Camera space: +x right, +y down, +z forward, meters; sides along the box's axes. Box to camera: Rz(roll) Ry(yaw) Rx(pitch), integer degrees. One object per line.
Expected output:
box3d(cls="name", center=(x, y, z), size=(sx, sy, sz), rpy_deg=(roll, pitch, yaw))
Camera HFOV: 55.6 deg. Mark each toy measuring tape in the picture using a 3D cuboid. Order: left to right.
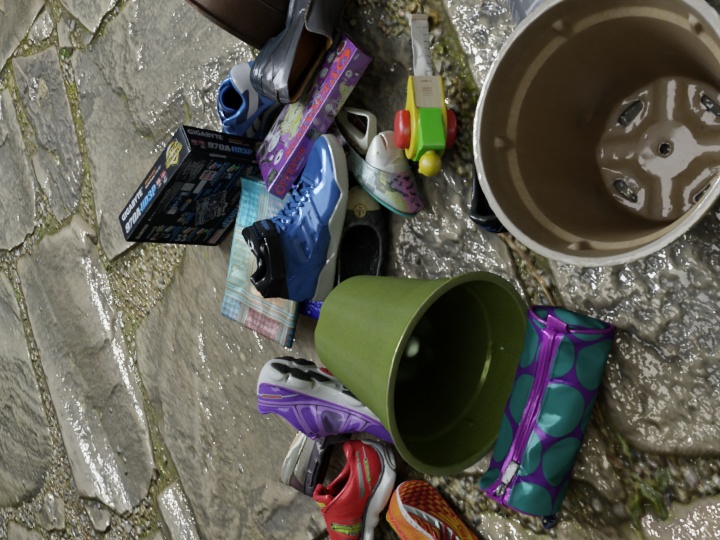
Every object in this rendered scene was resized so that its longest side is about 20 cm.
box3d(cls="toy measuring tape", center=(0.069, -0.192, 0.775), size=(0.073, 0.073, 0.204), rpy_deg=(-24, 60, 39))

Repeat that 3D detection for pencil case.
box3d(cls="pencil case", center=(0.179, 0.137, 0.662), size=(0.084, 0.092, 0.204), rpy_deg=(22, 105, 38))

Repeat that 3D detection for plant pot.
box3d(cls="plant pot", center=(-0.124, -0.408, 0.854), size=(0.201, 0.199, 0.199), rpy_deg=(48, 113, 29))
box3d(cls="plant pot", center=(0.048, 0.082, 0.731), size=(0.189, 0.197, 0.204), rpy_deg=(19, 104, 51))
box3d(cls="plant pot", center=(0.222, -0.108, 0.553), size=(0.198, 0.182, 0.205), rpy_deg=(3, 94, 41))

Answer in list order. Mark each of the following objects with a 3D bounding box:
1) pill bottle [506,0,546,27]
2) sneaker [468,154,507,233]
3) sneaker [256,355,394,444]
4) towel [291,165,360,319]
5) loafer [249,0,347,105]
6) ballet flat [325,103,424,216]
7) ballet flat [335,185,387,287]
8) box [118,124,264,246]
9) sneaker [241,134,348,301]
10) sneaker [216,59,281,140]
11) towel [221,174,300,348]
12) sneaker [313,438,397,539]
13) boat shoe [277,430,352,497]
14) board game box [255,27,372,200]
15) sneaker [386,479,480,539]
box3d(cls="pill bottle", center=(0.183, -0.277, 0.620), size=(0.116, 0.115, 0.203), rpy_deg=(-30, 64, 38))
box3d(cls="sneaker", center=(0.157, -0.136, 0.680), size=(0.069, 0.077, 0.204), rpy_deg=(17, 103, 39))
box3d(cls="sneaker", center=(-0.029, 0.167, 0.813), size=(0.197, 0.081, 0.085), rpy_deg=(18, 105, 4))
box3d(cls="towel", center=(-0.066, -0.038, 0.900), size=(0.146, 0.049, 0.204), rpy_deg=(12, 100, 41))
box3d(cls="loafer", center=(-0.054, -0.290, 0.827), size=(0.072, 0.072, 0.202), rpy_deg=(37, 102, 37))
box3d(cls="ballet flat", center=(0.010, -0.146, 0.815), size=(0.200, 0.068, 0.072), rpy_deg=(47, 132, 34))
box3d(cls="ballet flat", center=(0.000, 0.000, 0.827), size=(0.065, 0.057, 0.204), rpy_deg=(1, 101, -1))
box3d(cls="box", center=(-0.227, -0.111, 0.968), size=(0.200, 0.157, 0.047), rpy_deg=(-43, 62, 34))
box3d(cls="sneaker", center=(-0.081, -0.060, 0.802), size=(0.077, 0.109, 0.204), rpy_deg=(-134, 49, -59))
box3d(cls="sneaker", center=(-0.168, -0.223, 0.946), size=(0.075, 0.081, 0.200), rpy_deg=(65, 147, 13))
box3d(cls="towel", center=(-0.125, -0.016, 0.908), size=(0.145, 0.022, 0.204), rpy_deg=(19, 102, 39))
box3d(cls="sneaker", center=(-0.022, 0.296, 0.840), size=(0.077, 0.083, 0.203), rpy_deg=(-117, 45, -78))
box3d(cls="boat shoe", center=(-0.039, 0.198, 0.878), size=(0.064, 0.072, 0.203), rpy_deg=(28, 99, 11))
box3d(cls="board game box", center=(-0.064, -0.199, 0.854), size=(0.201, 0.032, 0.121), rpy_deg=(-55, 35, 17))
box3d(cls="sneaker", center=(0.104, 0.328, 0.764), size=(0.201, 0.072, 0.078), rpy_deg=(51, 143, 33))
